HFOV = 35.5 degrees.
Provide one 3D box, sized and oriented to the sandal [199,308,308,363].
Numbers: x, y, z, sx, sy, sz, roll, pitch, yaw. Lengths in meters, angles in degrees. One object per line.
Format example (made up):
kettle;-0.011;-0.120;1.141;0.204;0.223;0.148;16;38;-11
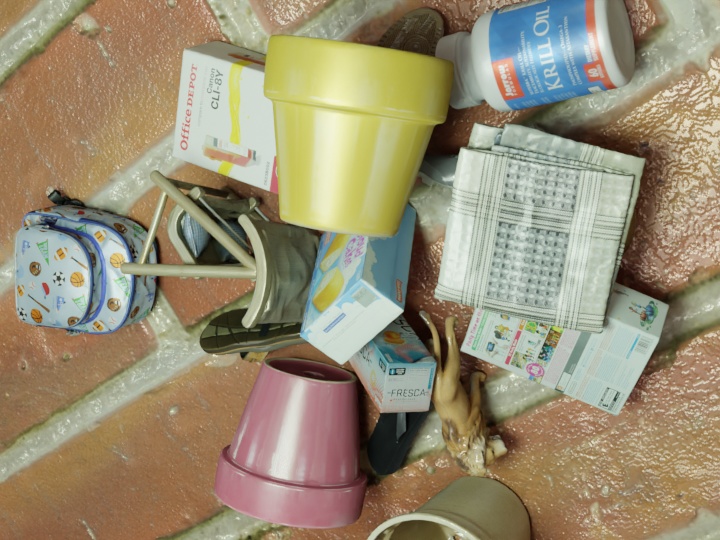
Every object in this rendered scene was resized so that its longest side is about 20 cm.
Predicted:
sandal;-0.130;0.091;1.521;0.198;0.082;0.055;-8;125;22

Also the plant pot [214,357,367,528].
plant pot;-0.081;0.216;1.469;0.198;0.200;0.181;12;96;23

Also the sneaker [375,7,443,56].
sneaker;0.047;-0.205;1.337;0.071;0.112;0.202;27;87;19

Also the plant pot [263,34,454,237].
plant pot;-0.012;-0.140;1.189;0.199;0.200;0.191;12;98;23

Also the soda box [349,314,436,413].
soda box;0.026;0.094;1.367;0.063;0.200;0.069;-1;115;-19

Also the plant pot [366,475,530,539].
plant pot;0.123;0.354;1.401;0.198;0.183;0.203;8;110;24

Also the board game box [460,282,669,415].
board game box;0.228;0.065;1.280;0.198;0.065;0.148;23;136;8

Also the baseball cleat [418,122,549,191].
baseball cleat;0.159;-0.128;1.304;0.198;0.070;0.108;17;107;11

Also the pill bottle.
pill bottle;0.187;-0.235;1.220;0.198;0.112;0.114;-10;102;29

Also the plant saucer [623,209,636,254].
plant saucer;0.205;-0.054;1.258;0.198;0.036;0.202;14;137;13

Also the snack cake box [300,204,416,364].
snack cake box;0.000;0.000;1.337;0.067;0.201;0.115;35;123;-18

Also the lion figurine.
lion figurine;0.111;0.153;1.357;0.072;0.123;0.200;-16;131;27

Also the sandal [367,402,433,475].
sandal;0.047;0.183;1.448;0.076;0.042;0.202;46;128;46

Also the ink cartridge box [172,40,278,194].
ink cartridge box;-0.130;-0.189;1.412;0.198;0.083;0.147;20;114;20

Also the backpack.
backpack;-0.383;0.002;1.573;0.188;0.154;0.203;5;106;14

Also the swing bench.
swing bench;-0.151;-0.023;1.395;0.198;0.199;0.131;22;96;19

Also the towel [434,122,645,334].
towel;0.186;-0.046;1.188;0.190;0.035;0.202;13;100;11
